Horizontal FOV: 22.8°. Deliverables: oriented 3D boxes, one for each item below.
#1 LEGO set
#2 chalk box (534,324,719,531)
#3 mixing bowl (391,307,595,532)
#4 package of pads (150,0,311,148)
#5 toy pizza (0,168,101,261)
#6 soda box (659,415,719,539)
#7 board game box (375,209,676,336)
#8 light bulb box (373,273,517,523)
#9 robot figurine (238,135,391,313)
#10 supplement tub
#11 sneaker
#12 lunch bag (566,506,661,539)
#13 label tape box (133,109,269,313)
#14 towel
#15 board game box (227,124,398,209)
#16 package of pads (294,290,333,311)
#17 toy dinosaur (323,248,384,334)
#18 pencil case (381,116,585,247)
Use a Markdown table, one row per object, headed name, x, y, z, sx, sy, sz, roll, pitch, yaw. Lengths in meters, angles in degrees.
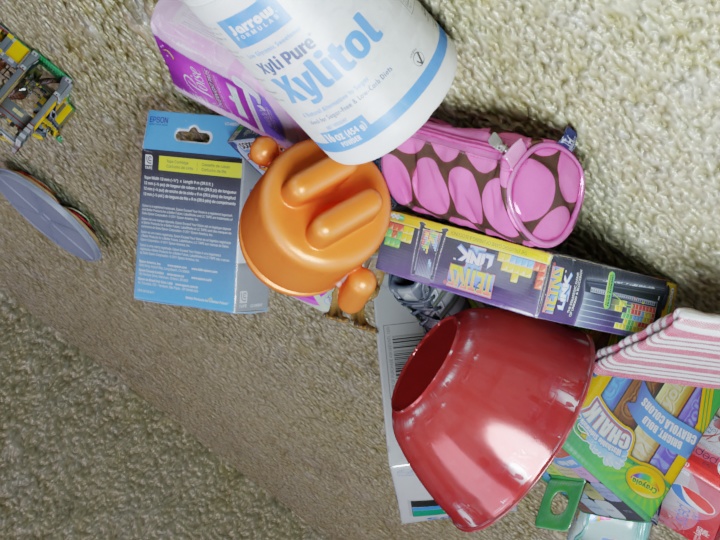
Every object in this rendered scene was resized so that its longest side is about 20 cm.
| name | x | y | z | sx | sy | sz | roll | pitch | yaw |
| --- | --- | --- | --- | --- | --- | --- | --- | --- | --- |
| LEGO set | -0.435 | -0.209 | 2.107 | 0.200 | 0.116 | 0.154 | 41 | 163 | -11 |
| chalk box | 0.211 | 0.138 | 1.576 | 0.124 | 0.201 | 0.125 | 41 | 162 | -16 |
| mixing bowl | 0.096 | 0.108 | 1.511 | 0.108 | 0.201 | 0.200 | 33 | 165 | -14 |
| package of pads | -0.085 | -0.174 | 1.569 | 0.199 | 0.076 | 0.121 | 30 | 159 | 24 |
| toy pizza | -0.452 | -0.087 | 2.617 | 0.199 | 0.032 | 0.201 | 35 | 162 | 12 |
| soda box | 0.338 | 0.208 | 1.747 | 0.070 | 0.064 | 0.200 | 31 | 162 | 17 |
| board game box | 0.138 | 0.005 | 1.503 | 0.164 | 0.057 | 0.199 | 10 | -175 | -41 |
| light bulb box | 0.085 | 0.125 | 1.758 | 0.123 | 0.200 | 0.200 | -6 | 156 | 2 |
| robot figurine | -0.042 | -0.044 | 1.523 | 0.143 | 0.118 | 0.200 | 22 | 163 | -8 |
| supplement tub | -0.033 | -0.189 | 1.328 | 0.200 | 0.132 | 0.131 | 44 | 162 | -27 |
| sneaker | 0.063 | 0.026 | 1.616 | 0.073 | 0.081 | 0.202 | -12 | 95 | 41 |
| lunch bag | 0.256 | 0.212 | 1.766 | 0.076 | 0.162 | 0.200 | 15 | 160 | 6 |
| label tape box | -0.162 | -0.063 | 1.878 | 0.142 | 0.203 | 0.066 | 7 | -176 | 35 |
| towel | 0.282 | 0.061 | 1.422 | 0.145 | 0.030 | 0.200 | 7 | 165 | -12 |
| board game box | -0.035 | -0.098 | 1.739 | 0.135 | 0.035 | 0.199 | 44 | 162 | -21 |
| package of pads | -0.116 | -0.049 | 1.972 | 0.199 | 0.068 | 0.155 | 26 | 160 | 33 |
| toy dinosaur | 0.000 | 0.000 | 1.686 | 0.060 | 0.107 | 0.200 | 16 | 175 | -14 |
| pencil case | 0.093 | -0.081 | 1.437 | 0.093 | 0.091 | 0.199 | 37 | 168 | -33 |
